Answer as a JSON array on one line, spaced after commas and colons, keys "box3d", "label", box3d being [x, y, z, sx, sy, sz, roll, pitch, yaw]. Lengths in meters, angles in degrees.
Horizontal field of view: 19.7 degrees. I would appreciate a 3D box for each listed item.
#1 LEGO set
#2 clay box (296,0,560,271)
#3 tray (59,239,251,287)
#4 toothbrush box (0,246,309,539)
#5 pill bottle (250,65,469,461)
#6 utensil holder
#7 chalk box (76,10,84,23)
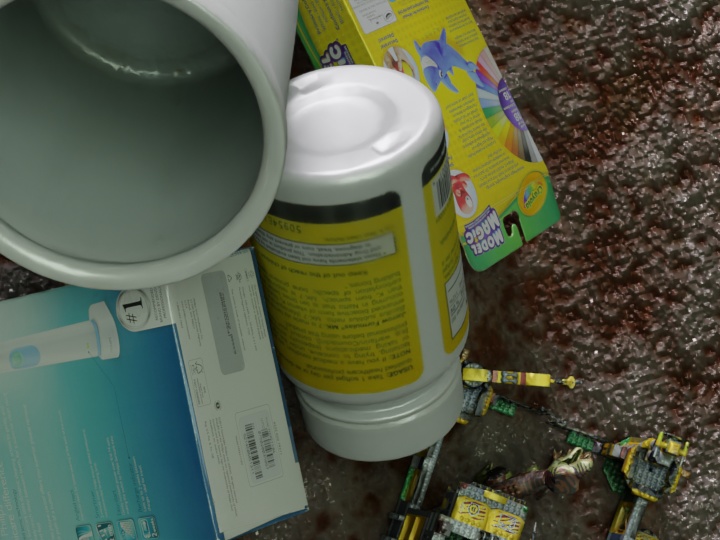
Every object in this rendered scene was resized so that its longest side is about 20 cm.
[{"box3d": [0.110, 0.136, 1.217, 0.199, 0.116, 0.155, 30, 80, -11], "label": "LEGO set"}, {"box3d": [0.038, -0.099, 1.222, 0.115, 0.047, 0.201, -29, 95, -51], "label": "clay box"}, {"box3d": [-0.078, -0.038, 1.218, 0.198, 0.037, 0.100, -1, 80, -15], "label": "tray"}, {"box3d": [-0.142, 0.080, 1.116, 0.085, 0.199, 0.148, -11, 88, -57], "label": "toothbrush box"}, {"box3d": [0.000, 0.000, 1.136, 0.114, 0.114, 0.201, -20, 127, -14], "label": "pill bottle"}, {"box3d": [-0.113, -0.116, 1.024, 0.168, 0.201, 0.171, 2, 124, 3], "label": "utensil holder"}, {"box3d": [-0.118, -0.224, 1.178, 0.124, 0.125, 0.201, 36, 78, -10], "label": "chalk box"}]
